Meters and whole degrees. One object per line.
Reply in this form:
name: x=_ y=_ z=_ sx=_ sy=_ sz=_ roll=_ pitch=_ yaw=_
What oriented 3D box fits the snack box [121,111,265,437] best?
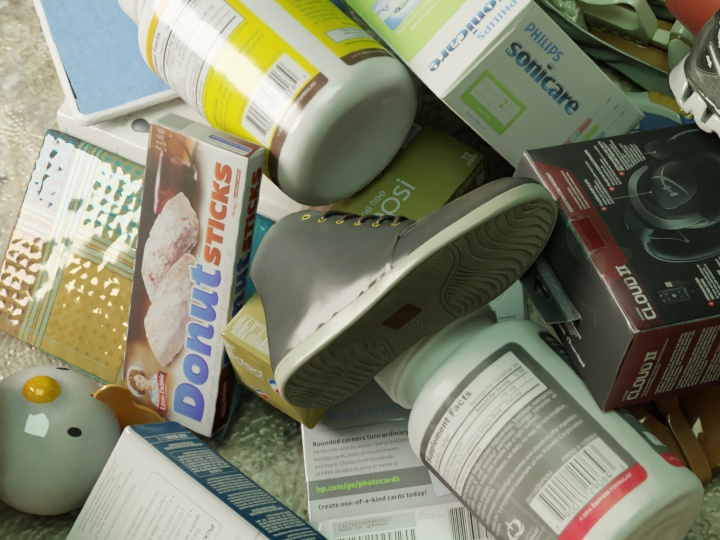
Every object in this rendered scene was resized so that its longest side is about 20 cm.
snack box: x=-0.106 y=0.004 z=1.346 sx=0.072 sy=0.201 sz=0.024 roll=21 pitch=30 yaw=20

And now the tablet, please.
tablet: x=-0.113 y=-0.173 z=1.463 sx=0.199 sy=0.014 sz=0.130 roll=-18 pitch=56 yaw=-8

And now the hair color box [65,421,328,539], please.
hair color box: x=-0.079 y=0.188 z=1.308 sx=0.200 sy=0.060 sz=0.100 roll=36 pitch=106 yaw=24

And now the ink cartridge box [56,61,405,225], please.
ink cartridge box: x=-0.083 y=-0.100 z=1.470 sx=0.200 sy=0.085 sz=0.146 roll=23 pitch=62 yaw=17

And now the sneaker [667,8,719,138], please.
sneaker: x=0.260 y=-0.085 z=1.255 sx=0.066 sy=0.091 sz=0.200 roll=-21 pitch=56 yaw=-30

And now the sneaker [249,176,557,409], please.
sneaker: x=0.016 y=-0.016 z=1.262 sx=0.200 sy=0.075 sz=0.106 roll=-35 pitch=52 yaw=17

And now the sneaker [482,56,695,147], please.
sneaker: x=0.168 y=-0.080 z=1.442 sx=0.200 sy=0.075 sz=0.088 roll=30 pitch=77 yaw=31

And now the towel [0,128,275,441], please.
towel: x=-0.147 y=0.007 z=1.426 sx=0.200 sy=0.022 sz=0.147 roll=24 pitch=98 yaw=20

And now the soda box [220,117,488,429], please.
soda box: x=0.000 y=0.000 z=1.371 sx=0.064 sy=0.068 sz=0.200 roll=31 pitch=67 yaw=24

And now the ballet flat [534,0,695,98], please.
ballet flat: x=0.204 y=-0.159 z=1.476 sx=0.200 sy=0.064 sz=0.067 roll=27 pitch=69 yaw=20

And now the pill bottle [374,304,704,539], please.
pill bottle: x=0.099 y=0.100 z=1.279 sx=0.111 sy=0.111 sz=0.200 roll=-38 pitch=64 yaw=-13

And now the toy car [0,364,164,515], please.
toy car: x=-0.223 y=0.099 z=1.350 sx=0.199 sy=0.177 sz=0.185 roll=-11 pitch=48 yaw=-12

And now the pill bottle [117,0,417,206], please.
pill bottle: x=-0.065 y=-0.138 z=1.361 sx=0.109 sy=0.109 sz=0.200 roll=-40 pitch=62 yaw=-13

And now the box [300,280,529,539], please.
box: x=0.040 y=0.096 z=1.375 sx=0.155 sy=0.041 sz=0.201 roll=-8 pitch=62 yaw=3

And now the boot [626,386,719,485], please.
boot: x=0.174 y=0.050 z=1.371 sx=0.155 sy=0.077 sz=0.200 roll=-43 pitch=72 yaw=-10

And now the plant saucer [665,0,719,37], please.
plant saucer: x=0.293 y=-0.124 z=1.396 sx=0.200 sy=0.200 sz=0.037 roll=49 pitch=113 yaw=27

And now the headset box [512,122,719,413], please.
headset box: x=0.187 y=-0.008 z=1.278 sx=0.199 sy=0.077 sz=0.149 roll=-12 pitch=51 yaw=-23

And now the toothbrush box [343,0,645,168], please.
toothbrush box: x=0.070 y=-0.153 z=1.390 sx=0.086 sy=0.146 sz=0.200 roll=-47 pitch=45 yaw=5
